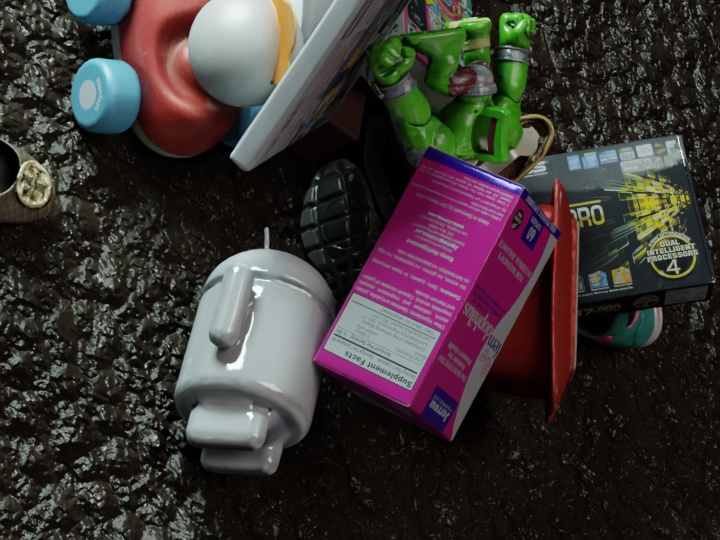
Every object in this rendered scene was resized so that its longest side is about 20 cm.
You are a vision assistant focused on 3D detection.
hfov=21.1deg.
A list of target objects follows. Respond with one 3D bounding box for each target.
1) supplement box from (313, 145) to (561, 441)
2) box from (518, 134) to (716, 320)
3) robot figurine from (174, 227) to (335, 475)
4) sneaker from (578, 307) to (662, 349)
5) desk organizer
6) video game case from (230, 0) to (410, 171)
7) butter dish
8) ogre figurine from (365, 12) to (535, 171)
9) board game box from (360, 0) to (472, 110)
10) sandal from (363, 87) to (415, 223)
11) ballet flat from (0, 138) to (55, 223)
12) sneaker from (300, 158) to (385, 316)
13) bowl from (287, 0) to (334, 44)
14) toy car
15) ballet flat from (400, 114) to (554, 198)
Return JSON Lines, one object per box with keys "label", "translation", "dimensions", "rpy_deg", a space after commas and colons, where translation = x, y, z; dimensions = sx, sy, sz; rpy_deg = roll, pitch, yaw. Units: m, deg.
{"label": "supplement box", "translation": [0.063, 0.020, 1.567], "dimensions": [0.201, 0.103, 0.101], "rpy_deg": [-61, 150, -7]}
{"label": "box", "translation": [0.227, -0.036, 1.861], "dimensions": [0.199, 0.049, 0.162], "rpy_deg": [-8, 64, 0]}
{"label": "robot figurine", "translation": [-0.084, 0.066, 1.574], "dimensions": [0.170, 0.112, 0.201], "rpy_deg": [74, 25, -53]}
{"label": "sneaker", "translation": [0.229, -0.014, 1.930], "dimensions": [0.121, 0.083, 0.201], "rpy_deg": [-9, 80, -54]}
{"label": "desk organizer", "translation": [-0.036, -0.206, 1.767], "dimensions": [0.077, 0.072, 0.201], "rpy_deg": [32, 54, -32]}
{"label": "video game case", "translation": [-0.015, -0.180, 1.559], "dimensions": [0.023, 0.200, 0.182], "rpy_deg": [38, 25, 5]}
{"label": "butter dish", "translation": [0.116, 0.028, 1.697], "dimensions": [0.147, 0.199, 0.201], "rpy_deg": [2, 82, 4]}
{"label": "ogre figurine", "translation": [0.084, -0.151, 1.655], "dimensions": [0.200, 0.098, 0.121], "rpy_deg": [-30, 115, -64]}
{"label": "board game box", "translation": [0.046, -0.245, 1.781], "dimensions": [0.147, 0.064, 0.201], "rpy_deg": [40, 39, -49]}
{"label": "sandal", "translation": [0.035, -0.115, 1.769], "dimensions": [0.076, 0.043, 0.201], "rpy_deg": [60, 22, -45]}
{"label": "ballet flat", "translation": [-0.313, -0.093, 1.475], "dimensions": [0.200, 0.046, 0.068], "rpy_deg": [29, 55, -31]}
{"label": "sneaker", "translation": [0.000, 0.000, 1.727], "dimensions": [0.079, 0.075, 0.201], "rpy_deg": [19, 57, -62]}
{"label": "bowl", "translation": [-0.022, -0.279, 1.649], "dimensions": [0.090, 0.201, 0.202], "rpy_deg": [-4, 72, -10]}
{"label": "toy car", "translation": [-0.111, -0.195, 1.591], "dimensions": [0.184, 0.199, 0.178], "rpy_deg": [4, 78, -43]}
{"label": "ballet flat", "translation": [0.106, -0.090, 1.735], "dimensions": [0.069, 0.063, 0.200], "rpy_deg": [54, 48, -5]}
